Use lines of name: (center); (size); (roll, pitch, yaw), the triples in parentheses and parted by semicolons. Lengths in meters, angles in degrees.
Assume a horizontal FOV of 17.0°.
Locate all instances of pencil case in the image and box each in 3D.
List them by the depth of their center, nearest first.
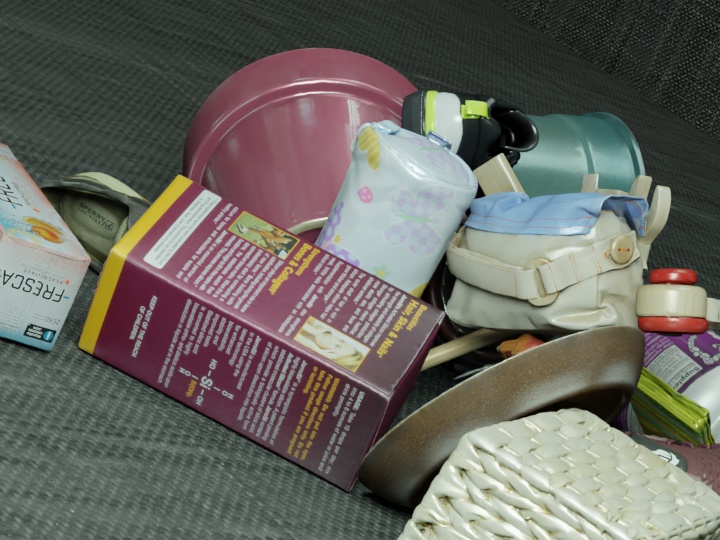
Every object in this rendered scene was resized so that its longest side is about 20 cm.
pencil case: (0.000, 0.000, 1.619); (0.090, 0.201, 0.083); (27, 18, 0)

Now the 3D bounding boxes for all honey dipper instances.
honey dipper: (0.079, 0.051, 1.701); (0.199, 0.038, 0.038); (-21, 31, -15)

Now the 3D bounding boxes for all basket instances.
basket: (0.112, 0.162, 1.370); (0.135, 0.124, 0.200); (32, 14, 21)

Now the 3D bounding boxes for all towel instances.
towel: (0.236, 0.137, 1.715); (0.086, 0.018, 0.200); (39, -14, 39)

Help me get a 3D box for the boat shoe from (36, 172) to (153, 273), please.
boat shoe: (-0.151, -0.012, 1.678); (0.199, 0.074, 0.065); (23, 15, 33)

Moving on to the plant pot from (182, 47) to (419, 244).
plant pot: (-0.027, -0.034, 1.759); (0.199, 0.201, 0.180); (21, 30, -21)

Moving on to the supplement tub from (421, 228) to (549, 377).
supplement tub: (0.098, 0.026, 1.839); (0.106, 0.108, 0.200); (26, -8, 2)

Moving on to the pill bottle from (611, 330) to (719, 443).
pill bottle: (0.264, 0.107, 1.897); (0.112, 0.113, 0.200); (16, 17, -36)

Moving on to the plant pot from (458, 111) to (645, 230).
plant pot: (0.115, -0.057, 2.107); (0.195, 0.201, 0.200); (10, 19, -27)

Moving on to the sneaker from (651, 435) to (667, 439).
sneaker: (0.186, 0.162, 1.632); (0.079, 0.078, 0.200); (14, 16, -12)

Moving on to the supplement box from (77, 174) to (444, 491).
supplement box: (-0.062, 0.038, 1.532); (0.199, 0.086, 0.110); (28, 36, 6)

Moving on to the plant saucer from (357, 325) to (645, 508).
plant saucer: (0.094, 0.098, 1.493); (0.200, 0.200, 0.032); (5, 53, -57)

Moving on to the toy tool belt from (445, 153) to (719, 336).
toy tool belt: (0.148, -0.020, 1.609); (0.199, 0.124, 0.124); (-1, -4, 45)

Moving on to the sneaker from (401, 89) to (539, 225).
sneaker: (0.092, -0.080, 1.736); (0.082, 0.072, 0.200); (-6, -13, 17)

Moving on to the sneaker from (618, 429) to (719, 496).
sneaker: (0.226, 0.122, 1.576); (0.115, 0.076, 0.200); (25, 29, 13)

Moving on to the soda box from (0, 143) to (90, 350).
soda box: (-0.240, -0.026, 1.543); (0.063, 0.069, 0.200); (18, 15, -30)

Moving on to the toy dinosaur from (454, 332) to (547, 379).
toy dinosaur: (0.135, 0.068, 1.709); (0.105, 0.200, 0.182); (34, -29, 4)
